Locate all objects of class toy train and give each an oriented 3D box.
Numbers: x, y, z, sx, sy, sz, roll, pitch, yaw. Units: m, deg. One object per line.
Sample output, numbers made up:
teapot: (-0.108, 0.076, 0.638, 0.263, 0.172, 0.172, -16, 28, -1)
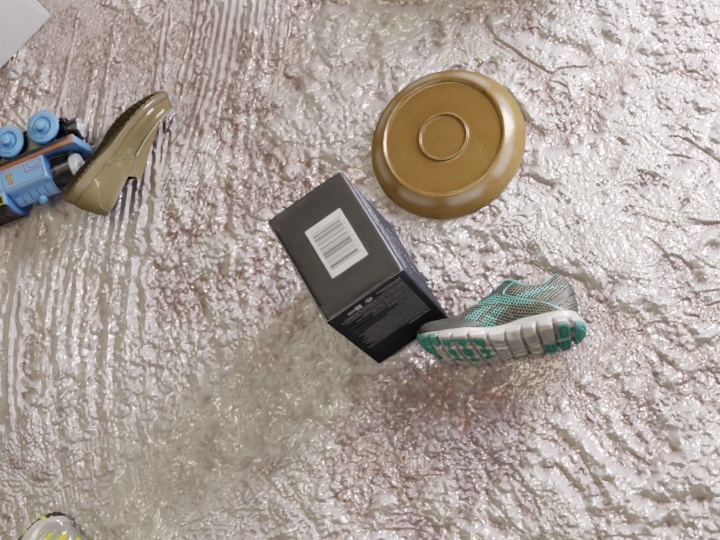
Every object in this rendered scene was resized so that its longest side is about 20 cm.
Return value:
toy train: (-0.454, -0.136, 1.979, 0.199, 0.087, 0.115, -20, 77, 9)

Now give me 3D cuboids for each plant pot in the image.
plant pot: (0.105, -0.163, 1.829, 0.199, 0.027, 0.201, -5, 72, 16)

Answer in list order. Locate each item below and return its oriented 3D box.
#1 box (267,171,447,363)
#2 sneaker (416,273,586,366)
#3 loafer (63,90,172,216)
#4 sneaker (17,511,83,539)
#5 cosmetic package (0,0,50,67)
box: (0.000, 0.000, 1.716, 0.107, 0.200, 0.149, -35, 65, 6)
sneaker: (0.165, 0.055, 1.725, 0.199, 0.078, 0.091, -8, 55, 12)
loafer: (-0.312, -0.153, 1.943, 0.200, 0.067, 0.076, -52, 22, -15)
sneaker: (-0.416, 0.392, 1.799, 0.076, 0.075, 0.200, 38, 89, 25)
cosmetic package: (-0.572, -0.410, 2.038, 0.123, 0.200, 0.199, -46, 65, 3)
